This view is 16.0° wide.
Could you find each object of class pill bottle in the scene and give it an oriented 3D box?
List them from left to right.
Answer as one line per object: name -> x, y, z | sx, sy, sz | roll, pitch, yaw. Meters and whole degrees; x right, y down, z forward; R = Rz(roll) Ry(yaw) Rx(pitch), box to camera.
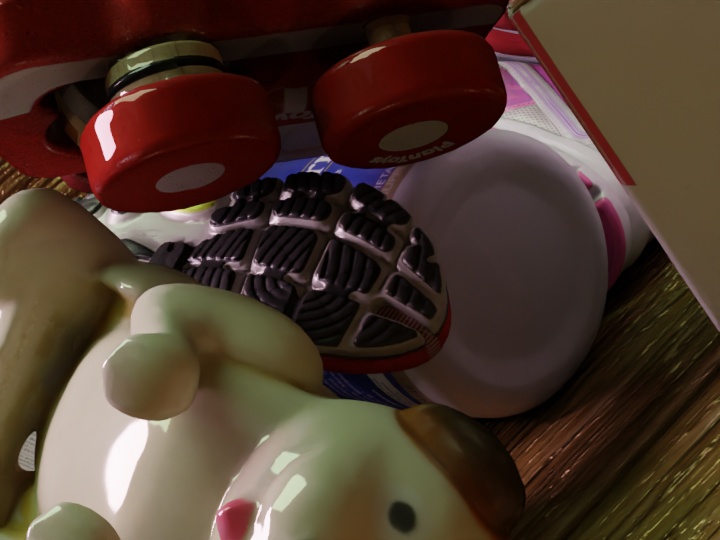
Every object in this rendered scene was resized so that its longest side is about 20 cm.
pill bottle -> 0.000, 0.000, 1.086 | 0.116, 0.116, 0.200 | -47, 26, -27

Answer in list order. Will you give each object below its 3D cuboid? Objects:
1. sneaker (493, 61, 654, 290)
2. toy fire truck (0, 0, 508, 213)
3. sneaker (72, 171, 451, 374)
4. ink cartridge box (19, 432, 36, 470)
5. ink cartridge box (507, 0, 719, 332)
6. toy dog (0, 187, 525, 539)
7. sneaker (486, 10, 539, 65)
sneaker -> 0.077, -0.053, 1.152 | 0.088, 0.082, 0.200 | -22, 37, -30
toy fire truck -> -0.047, -0.071, 0.920 | 0.199, 0.113, 0.168 | -11, -18, -18
sneaker -> -0.039, 0.013, 0.997 | 0.199, 0.085, 0.077 | 8, 54, 39
ink cartridge box -> -0.093, 0.109, 1.010 | 0.200, 0.136, 0.077 | -57, -14, -57
ink cartridge box -> 0.129, -0.082, 0.966 | 0.083, 0.147, 0.200 | -33, 12, 15
toy dog -> -0.041, 0.084, 0.862 | 0.200, 0.194, 0.140 | 20, 76, 46
sneaker -> 0.119, -0.128, 1.128 | 0.199, 0.112, 0.072 | 2, 71, 27
